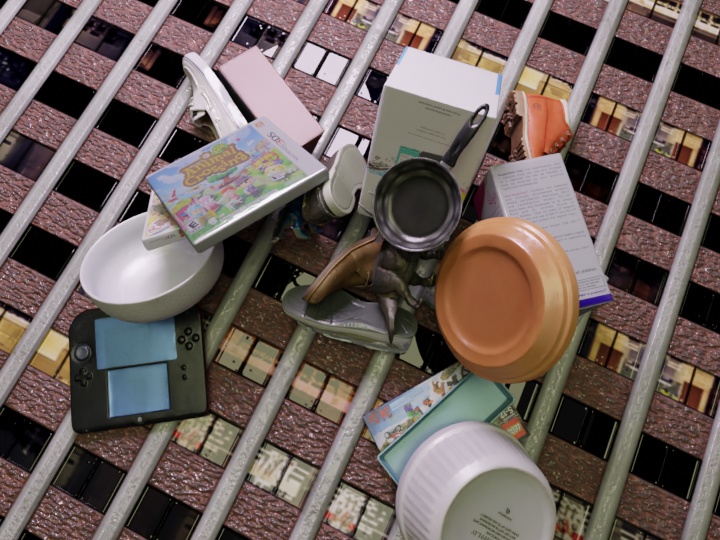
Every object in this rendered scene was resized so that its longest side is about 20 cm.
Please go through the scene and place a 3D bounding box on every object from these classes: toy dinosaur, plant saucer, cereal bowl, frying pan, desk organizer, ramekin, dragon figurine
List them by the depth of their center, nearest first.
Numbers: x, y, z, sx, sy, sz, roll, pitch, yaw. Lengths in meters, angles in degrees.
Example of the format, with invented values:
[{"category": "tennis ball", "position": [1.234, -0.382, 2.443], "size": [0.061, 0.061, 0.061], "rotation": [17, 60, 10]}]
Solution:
[{"category": "plant saucer", "position": [0.160, 0.036, 0.614], "size": [0.037, 0.200, 0.202], "rotation": [1, 72, -39]}, {"category": "frying pan", "position": [0.080, -0.118, 0.633], "size": [0.114, 0.031, 0.192], "rotation": [17, 96, 19]}, {"category": "ramekin", "position": [0.153, 0.304, 0.646], "size": [0.200, 0.094, 0.205], "rotation": [-1, 93, -15]}, {"category": "plant saucer", "position": [0.118, 0.216, 0.702], "size": [0.200, 0.019, 0.070], "rotation": [-39, 80, -8]}, {"category": "toy dinosaur", "position": [0.054, -0.003, 0.709], "size": [0.102, 0.077, 0.202], "rotation": [15, 107, 38]}, {"category": "cereal bowl", "position": [-0.291, 0.000, 0.741], "size": [0.198, 0.084, 0.201], "rotation": [-4, 43, 4]}, {"category": "dragon figurine", "position": [-0.099, -0.098, 0.759], "size": [0.058, 0.200, 0.100], "rotation": [-1, 104, 23]}, {"category": "desk organizer", "position": [-0.144, -0.262, 0.835], "size": [0.077, 0.072, 0.201], "rotation": [-35, 79, -11]}]

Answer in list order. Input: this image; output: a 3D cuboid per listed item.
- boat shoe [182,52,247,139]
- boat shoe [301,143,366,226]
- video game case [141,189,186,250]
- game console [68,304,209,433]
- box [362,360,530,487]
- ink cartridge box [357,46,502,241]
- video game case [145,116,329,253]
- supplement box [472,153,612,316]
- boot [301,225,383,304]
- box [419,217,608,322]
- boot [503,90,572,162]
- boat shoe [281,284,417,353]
[{"category": "boat shoe", "position": [-0.249, -0.267, 0.837], "size": [0.070, 0.071, 0.201], "rotation": [-33, 83, -13]}, {"category": "boat shoe", "position": [-0.036, -0.131, 0.761], "size": [0.060, 0.202, 0.072], "rotation": [-25, 112, 25]}, {"category": "video game case", "position": [-0.224, -0.112, 0.755], "size": [0.180, 0.023, 0.200], "rotation": [-19, 35, -6]}, {"category": "game console", "position": [-0.327, 0.137, 0.753], "size": [0.198, 0.031, 0.179], "rotation": [-7, 76, -2]}, {"category": "box", "position": [0.120, 0.222, 0.729], "size": [0.199, 0.038, 0.137], "rotation": [-28, 77, -7]}, {"category": "ink cartridge box", "position": [0.095, -0.177, 0.727], "size": [0.145, 0.201, 0.147], "rotation": [18, 44, 4]}, {"category": "video game case", "position": [-0.172, -0.128, 0.697], "size": [0.199, 0.022, 0.182], "rotation": [-33, 52, -17]}, {"category": "supplement box", "position": [0.228, -0.034, 0.667], "size": [0.102, 0.101, 0.202], "rotation": [-13, 75, -4]}, {"category": "boot", "position": [0.000, 0.000, 0.744], "size": [0.200, 0.074, 0.076], "rotation": [-37, 88, -36]}, {"category": "box", "position": [0.219, 0.027, 0.750], "size": [0.199, 0.097, 0.177], "rotation": [37, 79, 8]}, {"category": "boot", "position": [0.295, -0.196, 0.822], "size": [0.106, 0.075, 0.202], "rotation": [4, 75, -4]}, {"category": "boat shoe", "position": [-0.019, 0.076, 0.752], "size": [0.200, 0.065, 0.075], "rotation": [12, 45, 0]}]
